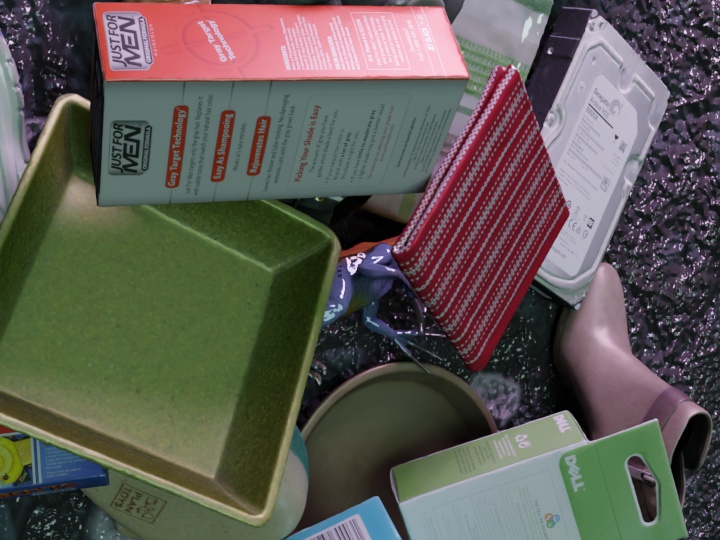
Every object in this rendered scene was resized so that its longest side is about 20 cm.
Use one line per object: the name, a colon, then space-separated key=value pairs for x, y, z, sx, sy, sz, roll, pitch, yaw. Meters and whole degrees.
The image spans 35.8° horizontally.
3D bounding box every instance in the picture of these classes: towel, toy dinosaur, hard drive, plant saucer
towel: x=0.052 y=-0.134 z=0.829 sx=0.148 sy=0.031 sz=0.203 roll=16 pitch=99 yaw=-30
toy dinosaur: x=0.000 y=0.000 z=0.789 sx=0.200 sy=0.105 sz=0.182 roll=42 pitch=61 yaw=-9
hard drive: x=0.168 y=-0.085 z=0.884 sx=0.139 sy=0.038 sz=0.202 roll=31 pitch=81 yaw=-44
plant saucer: x=-0.124 y=0.027 z=0.654 sx=0.198 sy=0.048 sz=0.202 roll=27 pitch=57 yaw=-20
plant saucer: x=0.023 y=0.169 z=0.867 sx=0.197 sy=0.029 sz=0.204 roll=-4 pitch=99 yaw=-27
towel: x=0.084 y=-0.026 z=0.743 sx=0.146 sy=0.022 sz=0.200 roll=-59 pitch=151 yaw=-13

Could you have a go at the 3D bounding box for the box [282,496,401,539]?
box: x=0.001 y=0.248 z=0.796 sx=0.081 sy=0.049 sz=0.202 roll=-23 pitch=137 yaw=-11

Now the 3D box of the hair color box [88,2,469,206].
hair color box: x=-0.049 y=-0.093 z=0.626 sx=0.197 sy=0.102 sz=0.062 roll=-4 pitch=55 yaw=-19

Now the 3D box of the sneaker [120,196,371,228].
sneaker: x=-0.080 y=-0.055 z=0.733 sx=0.199 sy=0.075 sz=0.107 roll=-34 pitch=78 yaw=-18

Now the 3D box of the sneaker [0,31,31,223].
sneaker: x=-0.243 y=-0.082 z=0.674 sx=0.086 sy=0.074 sz=0.203 roll=-16 pitch=103 yaw=-19

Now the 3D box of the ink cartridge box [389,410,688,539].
ink cartridge box: x=0.131 y=0.174 z=0.834 sx=0.197 sy=0.059 sz=0.105 roll=-19 pitch=106 yaw=2

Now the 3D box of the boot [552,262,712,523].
boot: x=0.219 y=0.102 z=0.893 sx=0.069 sy=0.146 sz=0.203 roll=4 pitch=95 yaw=-28

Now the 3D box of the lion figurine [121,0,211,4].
lion figurine: x=-0.122 y=-0.202 z=0.724 sx=0.121 sy=0.072 sz=0.203 roll=-12 pitch=96 yaw=-27

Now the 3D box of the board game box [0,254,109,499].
board game box: x=-0.252 y=0.068 z=0.648 sx=0.197 sy=0.035 sz=0.137 roll=-5 pitch=71 yaw=-11

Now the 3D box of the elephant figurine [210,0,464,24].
elephant figurine: x=0.011 y=-0.172 z=0.704 sx=0.198 sy=0.154 sz=0.144 roll=6 pitch=67 yaw=-39

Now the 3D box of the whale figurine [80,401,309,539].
whale figurine: x=-0.129 y=0.117 z=0.744 sx=0.198 sy=0.105 sz=0.160 roll=21 pitch=131 yaw=-15
